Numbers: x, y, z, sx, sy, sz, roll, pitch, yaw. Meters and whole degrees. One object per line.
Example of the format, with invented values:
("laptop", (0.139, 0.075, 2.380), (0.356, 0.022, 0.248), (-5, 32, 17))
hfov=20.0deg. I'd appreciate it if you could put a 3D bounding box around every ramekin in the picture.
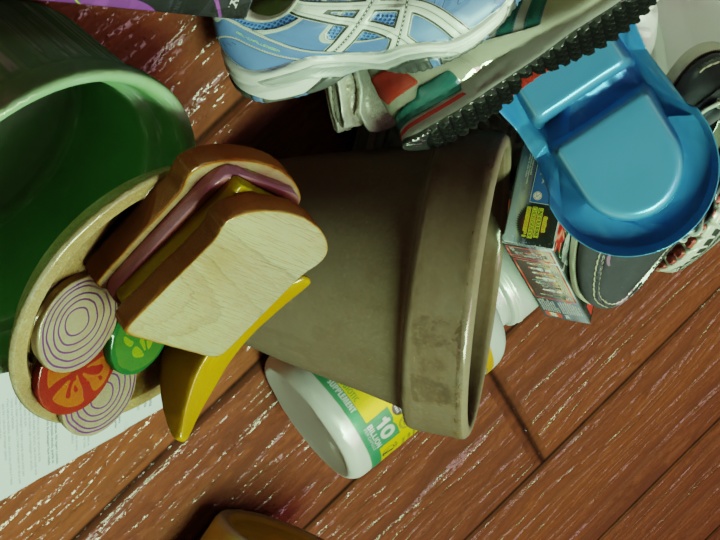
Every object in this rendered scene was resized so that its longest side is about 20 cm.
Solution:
("ramekin", (-0.197, -0.050, 1.118), (0.199, 0.098, 0.201), (-31, 146, -24))

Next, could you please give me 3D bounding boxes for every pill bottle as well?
("pill bottle", (0.036, 0.052, 1.512), (0.199, 0.113, 0.113), (-38, 148, -14))

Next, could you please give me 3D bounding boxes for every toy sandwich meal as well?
("toy sandwich meal", (-0.105, 0.020, 1.147), (0.204, 0.070, 0.206), (-32, 148, -24))

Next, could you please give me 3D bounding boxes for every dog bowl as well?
("dog bowl", (0.145, -0.104, 1.287), (0.111, 0.201, 0.050), (-33, 180, 8))

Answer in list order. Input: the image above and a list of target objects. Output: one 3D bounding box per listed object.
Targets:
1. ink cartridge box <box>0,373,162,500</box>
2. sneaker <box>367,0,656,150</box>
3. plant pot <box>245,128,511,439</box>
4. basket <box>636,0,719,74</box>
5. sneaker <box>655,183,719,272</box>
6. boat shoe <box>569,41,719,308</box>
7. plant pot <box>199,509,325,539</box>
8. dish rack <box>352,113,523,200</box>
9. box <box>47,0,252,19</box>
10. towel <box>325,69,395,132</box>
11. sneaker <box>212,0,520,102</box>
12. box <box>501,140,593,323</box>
("ink cartridge box", (-0.202, 0.053, 1.287), (0.199, 0.043, 0.197), (-30, 146, -32))
("sneaker", (0.090, -0.159, 1.228), (0.199, 0.094, 0.070), (-33, 170, 7))
("plant pot", (0.000, 0.000, 1.317), (0.200, 0.173, 0.203), (7, 90, -83))
("basket", (0.265, -0.206, 1.395), (0.196, 0.162, 0.201), (-13, 146, 2))
("sneaker", (0.265, -0.061, 1.392), (0.082, 0.078, 0.200), (13, 139, -32))
("boat shoe", (0.202, -0.051, 1.345), (0.072, 0.063, 0.201), (9, 118, -35))
("plant pot", (-0.086, 0.299, 1.581), (0.200, 0.200, 0.190), (16, 99, -56))
("dish rack", (0.070, -0.111, 1.435), (0.199, 0.044, 0.173), (-21, 142, -37))
("box", (-0.125, -0.204, 1.048), (0.198, 0.036, 0.144), (-1, 128, -35))
("towel", (0.053, -0.176, 1.304), (0.199, 0.034, 0.134), (-29, 122, -30))
("sneaker", (0.005, -0.159, 1.183), (0.198, 0.076, 0.077), (-18, 137, 11))
("box", (0.147, -0.054, 1.442), (0.200, 0.039, 0.138), (48, 54, -70))
